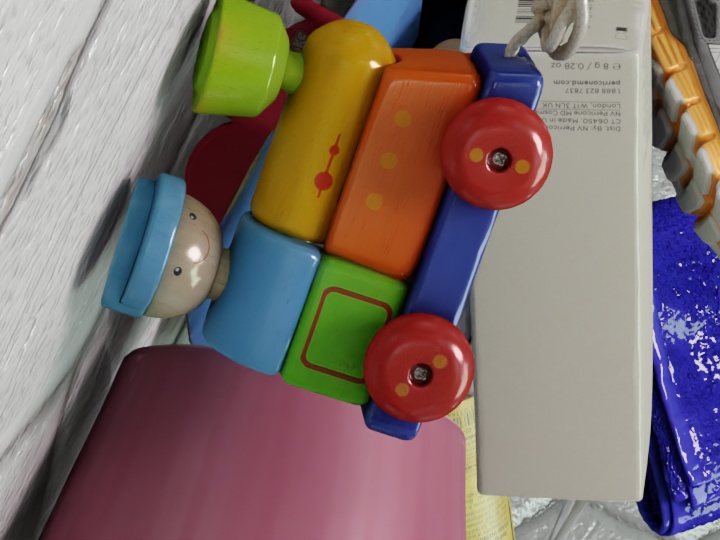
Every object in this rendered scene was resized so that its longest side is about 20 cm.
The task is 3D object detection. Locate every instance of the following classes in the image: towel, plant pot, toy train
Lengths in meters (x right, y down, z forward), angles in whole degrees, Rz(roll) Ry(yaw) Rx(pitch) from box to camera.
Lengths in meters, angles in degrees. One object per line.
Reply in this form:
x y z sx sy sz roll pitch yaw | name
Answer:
0.198 0.027 1.392 0.199 0.149 0.049 -16 -177 -36 | towel
-0.042 0.130 1.057 0.200 0.199 0.180 103 1 -75 | plant pot
0.001 -0.059 0.922 0.085 0.115 0.201 -108 -144 -74 | toy train

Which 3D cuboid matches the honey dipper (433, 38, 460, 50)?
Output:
0.021 -0.057 1.089 0.038 0.038 0.200 -65 174 19 | honey dipper

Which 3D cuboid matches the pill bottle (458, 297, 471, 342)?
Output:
0.000 0.000 1.261 0.113 0.112 0.200 -65 177 9 | pill bottle

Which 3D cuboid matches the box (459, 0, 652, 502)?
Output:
0.077 -0.015 1.147 0.082 0.068 0.201 -75 165 -58 | box

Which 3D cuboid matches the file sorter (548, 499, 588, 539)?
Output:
0.045 0.030 1.467 0.125 0.199 0.139 -64 177 34 | file sorter

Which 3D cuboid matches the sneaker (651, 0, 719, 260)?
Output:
0.146 -0.084 1.177 0.077 0.201 0.078 -20 174 -7 | sneaker

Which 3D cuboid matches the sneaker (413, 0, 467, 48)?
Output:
0.050 -0.152 1.321 0.078 0.070 0.201 25 69 -49 | sneaker

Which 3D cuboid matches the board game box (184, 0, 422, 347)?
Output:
-0.033 -0.049 1.058 0.158 0.039 0.200 -58 173 -12 | board game box

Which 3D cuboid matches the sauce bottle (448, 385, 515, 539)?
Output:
0.040 0.126 1.387 0.065 0.064 0.201 -56 141 -67 | sauce bottle
